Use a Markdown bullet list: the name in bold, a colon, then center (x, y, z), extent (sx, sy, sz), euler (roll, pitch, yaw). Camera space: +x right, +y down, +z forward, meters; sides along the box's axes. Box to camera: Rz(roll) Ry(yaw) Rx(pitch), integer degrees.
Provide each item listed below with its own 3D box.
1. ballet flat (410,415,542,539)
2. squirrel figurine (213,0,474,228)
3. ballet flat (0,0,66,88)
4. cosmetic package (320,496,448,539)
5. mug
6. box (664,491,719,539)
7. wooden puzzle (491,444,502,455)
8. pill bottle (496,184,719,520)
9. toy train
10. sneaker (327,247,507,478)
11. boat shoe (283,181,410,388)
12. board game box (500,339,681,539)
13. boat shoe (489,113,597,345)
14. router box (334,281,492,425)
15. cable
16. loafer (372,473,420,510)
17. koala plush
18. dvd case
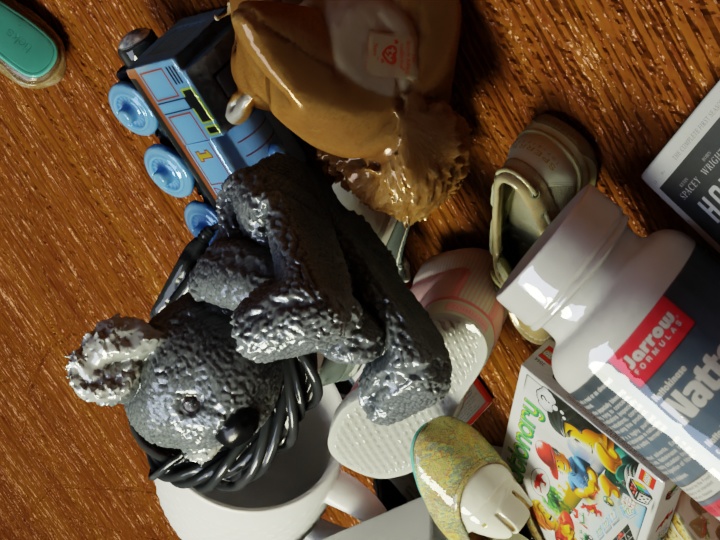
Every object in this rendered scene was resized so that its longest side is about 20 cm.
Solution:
- **ballet flat**: center (0.097, 0.181, 1.525), extent (0.070, 0.071, 0.201), euler (17, 142, 44)
- **squirrel figurine**: center (-0.015, -0.112, 1.395), extent (0.201, 0.141, 0.186), euler (57, 157, -14)
- **ballet flat**: center (-0.313, -0.216, 1.767), extent (0.200, 0.068, 0.072), euler (40, 171, 5)
- **cosmetic package**: center (0.021, 0.249, 1.667), extent (0.107, 0.085, 0.200), euler (28, 139, -36)
- **mug**: center (-0.068, 0.167, 1.727), extent (0.199, 0.148, 0.176), euler (25, 152, 6)
- **box**: center (0.209, 0.143, 1.511), extent (0.041, 0.039, 0.201), euler (1, 128, 53)
- **wooden puzzle**: center (0.176, 0.221, 1.652), extent (0.200, 0.046, 0.186), euler (0, 127, 54)
- **pill bottle**: center (0.184, 0.047, 1.312), extent (0.200, 0.120, 0.120), euler (39, 153, 0)
- **toy train**: center (-0.100, -0.093, 1.593), extent (0.114, 0.087, 0.201), euler (-5, 123, 50)
- **sneaker**: center (0.048, 0.061, 1.549), extent (0.075, 0.105, 0.200), euler (29, 134, -5)
- **boat shoe**: center (0.000, 0.000, 1.552), extent (0.073, 0.062, 0.201), euler (51, 126, 42)
- **board game box**: center (0.154, 0.149, 1.507), extent (0.126, 0.035, 0.200), euler (40, 150, 23)
- **boat shoe**: center (0.111, -0.013, 1.417), extent (0.073, 0.063, 0.201), euler (35, 150, 22)
- **router box**: center (-0.014, 0.051, 1.695), extent (0.180, 0.049, 0.200), euler (55, 152, -15)
- **cable**: center (-0.098, 0.077, 1.581), extent (0.163, 0.051, 0.201), euler (44, 115, 31)
- **loafer**: center (0.037, 0.197, 1.792), extent (0.070, 0.070, 0.201), euler (31, 149, 27)
- **koala plush**: center (-0.078, 0.045, 1.438), extent (0.177, 0.200, 0.184), euler (29, -153, -48)
- **dvd case**: center (0.262, -0.023, 1.234), extent (0.200, 0.025, 0.150), euler (43, 152, 6)
